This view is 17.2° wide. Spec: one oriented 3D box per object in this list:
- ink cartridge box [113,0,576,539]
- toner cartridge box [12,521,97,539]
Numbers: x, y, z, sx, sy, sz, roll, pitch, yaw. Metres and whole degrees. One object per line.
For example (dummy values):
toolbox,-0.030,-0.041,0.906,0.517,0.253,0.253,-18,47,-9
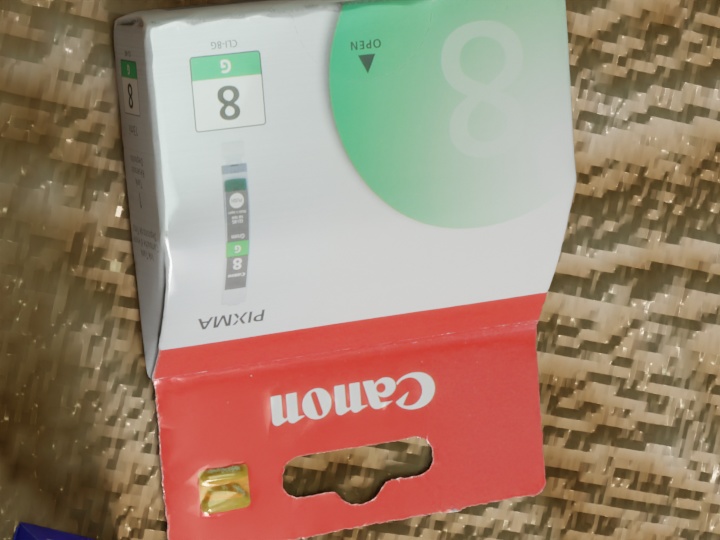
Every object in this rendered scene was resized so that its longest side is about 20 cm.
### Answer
ink cartridge box,0.000,0.000,0.863,0.160,0.050,0.202,-8,98,-20
toner cartridge box,-0.081,0.152,0.769,0.043,0.200,0.096,15,92,-24
